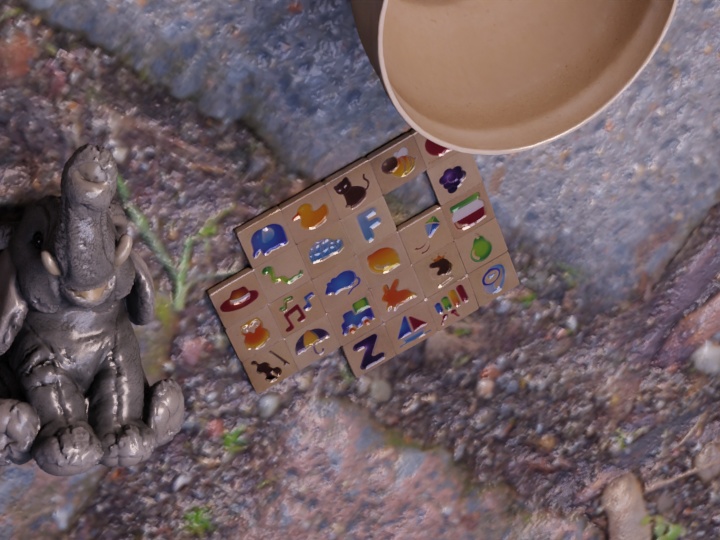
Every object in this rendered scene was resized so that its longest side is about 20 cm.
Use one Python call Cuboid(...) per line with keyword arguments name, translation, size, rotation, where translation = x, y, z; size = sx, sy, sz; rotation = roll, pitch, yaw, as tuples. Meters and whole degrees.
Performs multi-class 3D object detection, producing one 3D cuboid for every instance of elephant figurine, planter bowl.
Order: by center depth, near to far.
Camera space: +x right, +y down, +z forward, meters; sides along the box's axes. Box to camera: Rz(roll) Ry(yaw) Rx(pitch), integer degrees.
Cuboid(name="planter bowl", translation=(0.074, -0.188, 1.568), size=(0.199, 0.135, 0.201), rotation=(-15, 128, -19))
Cuboid(name="elephant figurine", translation=(-0.175, 0.013, 1.593), size=(0.141, 0.154, 0.202), rotation=(-23, 112, -59))

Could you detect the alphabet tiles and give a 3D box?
Cuboid(name="alphabet tiles", translation=(0.000, 0.000, 1.753), size=(0.199, 0.008, 0.168), rotation=(-29, 132, -7))
